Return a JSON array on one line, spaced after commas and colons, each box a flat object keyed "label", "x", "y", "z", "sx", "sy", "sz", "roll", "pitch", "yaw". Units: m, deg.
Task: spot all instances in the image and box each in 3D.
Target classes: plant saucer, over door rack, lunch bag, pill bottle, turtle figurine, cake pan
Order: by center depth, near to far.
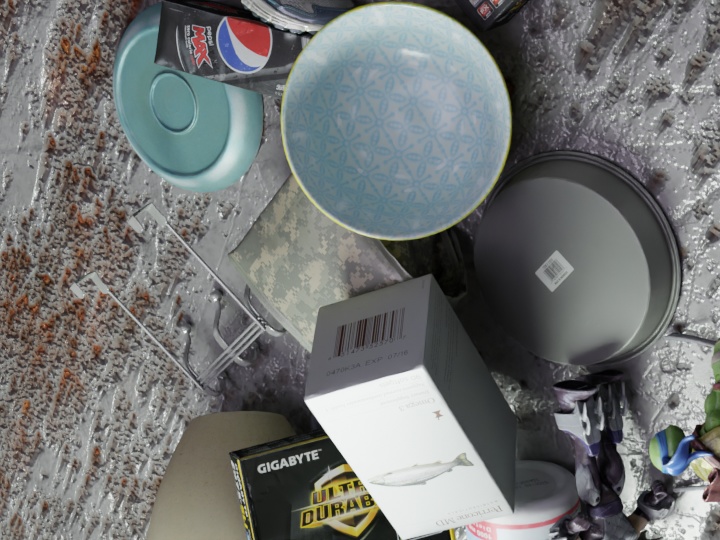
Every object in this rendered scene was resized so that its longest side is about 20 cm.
[{"label": "turtle figurine", "x": 0.338, "y": 0.119, "z": 1.189, "sx": 0.193, "sy": 0.200, "sz": 0.145, "roll": -3, "pitch": 85, "yaw": 17}, {"label": "cake pan", "x": 0.182, "y": -0.004, "z": 1.277, "sx": 0.199, "sy": 0.037, "sz": 0.201, "roll": 15, "pitch": 117, "yaw": 32}, {"label": "lunch bag", "x": 0.000, "y": 0.000, "z": 1.362, "sx": 0.200, "sy": 0.117, "sz": 0.164, "roll": 52, "pitch": 129, "yaw": 14}, {"label": "pill bottle", "x": 0.158, "y": 0.289, "z": 1.368, "sx": 0.108, "sy": 0.109, "sz": 0.201, "roll": 5, "pitch": 111, "yaw": 35}, {"label": "plant saucer", "x": -0.185, "y": -0.174, "z": 1.487, "sx": 0.199, "sy": 0.027, "sz": 0.201, "roll": 14, "pitch": 116, "yaw": 31}, {"label": "over door rack", "x": -0.184, "y": 0.026, "z": 1.531, "sx": 0.200, "sy": 0.067, "sz": 0.148, "roll": 39, "pitch": 130, "yaw": -9}]

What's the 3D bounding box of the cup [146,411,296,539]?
[{"label": "cup", "x": -0.127, "y": 0.226, "z": 1.521, "sx": 0.200, "sy": 0.200, "sz": 0.144, "roll": -16, "pitch": 70, "yaw": 40}]

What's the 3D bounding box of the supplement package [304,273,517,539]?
[{"label": "supplement package", "x": 0.050, "y": 0.124, "z": 1.284, "sx": 0.116, "sy": 0.118, "sz": 0.200, "roll": -18, "pitch": 127, "yaw": 21}]

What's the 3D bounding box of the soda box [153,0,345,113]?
[{"label": "soda box", "x": -0.092, "y": -0.204, "z": 1.361, "sx": 0.199, "sy": 0.071, "sz": 0.064, "roll": 18, "pitch": 109, "yaw": 23}]

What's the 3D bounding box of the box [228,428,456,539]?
[{"label": "box", "x": -0.015, "y": 0.232, "z": 1.411, "sx": 0.049, "sy": 0.199, "sz": 0.161, "roll": -170, "pitch": 69, "yaw": -72}]

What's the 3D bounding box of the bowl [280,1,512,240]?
[{"label": "bowl", "x": 0.038, "y": -0.132, "z": 1.270, "sx": 0.199, "sy": 0.108, "sz": 0.201, "roll": 1, "pitch": 98, "yaw": 10}]

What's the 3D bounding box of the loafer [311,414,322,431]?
[{"label": "loafer", "x": 0.018, "y": 0.221, "z": 1.472, "sx": 0.063, "sy": 0.072, "sz": 0.201, "roll": -28, "pitch": 89, "yaw": 34}]

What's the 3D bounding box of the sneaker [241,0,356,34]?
[{"label": "sneaker", "x": -0.081, "y": -0.286, "z": 1.332, "sx": 0.200, "sy": 0.078, "sz": 0.087, "roll": 34, "pitch": 122, "yaw": 21}]

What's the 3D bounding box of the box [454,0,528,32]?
[{"label": "box", "x": 0.123, "y": -0.319, "z": 1.183, "sx": 0.159, "sy": 0.048, "sz": 0.200, "roll": 53, "pitch": 130, "yaw": 6}]

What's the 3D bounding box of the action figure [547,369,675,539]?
[{"label": "action figure", "x": 0.214, "y": 0.194, "z": 1.283, "sx": 0.069, "sy": 0.130, "sz": 0.201, "roll": -3, "pitch": 99, "yaw": 52}]
